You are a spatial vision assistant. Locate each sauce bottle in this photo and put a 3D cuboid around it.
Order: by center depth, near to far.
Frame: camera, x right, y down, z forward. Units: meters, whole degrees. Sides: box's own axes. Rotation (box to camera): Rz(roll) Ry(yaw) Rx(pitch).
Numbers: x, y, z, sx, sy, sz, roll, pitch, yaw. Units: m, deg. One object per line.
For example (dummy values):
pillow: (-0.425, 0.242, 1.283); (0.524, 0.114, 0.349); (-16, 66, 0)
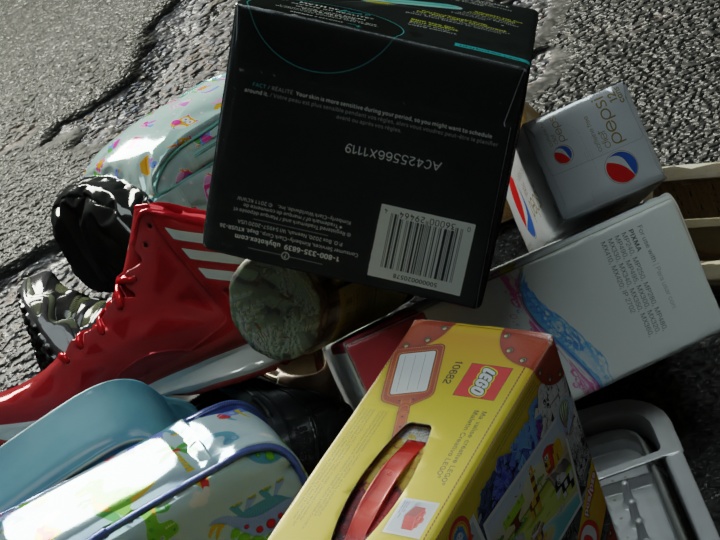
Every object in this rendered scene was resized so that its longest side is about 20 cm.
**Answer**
sauce bottle: (0.000, 0.000, 0.851); (0.064, 0.065, 0.200); (0, 10, 29)

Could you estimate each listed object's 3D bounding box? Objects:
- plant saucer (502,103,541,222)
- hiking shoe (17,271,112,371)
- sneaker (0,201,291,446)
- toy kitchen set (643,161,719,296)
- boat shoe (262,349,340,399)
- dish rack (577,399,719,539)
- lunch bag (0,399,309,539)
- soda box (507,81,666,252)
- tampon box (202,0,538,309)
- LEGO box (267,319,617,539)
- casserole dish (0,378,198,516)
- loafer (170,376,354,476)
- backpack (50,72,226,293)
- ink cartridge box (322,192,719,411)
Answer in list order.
plant saucer: (0.055, -0.100, 1.113); (0.199, 0.036, 0.201); (-3, 39, 2)
hiking shoe: (-0.176, 0.054, 1.050); (0.100, 0.076, 0.200); (-26, 42, -21)
sneaker: (-0.139, 0.024, 0.854); (0.199, 0.116, 0.078); (-19, 9, -3)
toy kitchen set: (0.229, 0.001, 0.816); (0.180, 0.200, 0.164); (-3, 79, 27)
boat shoe: (-0.056, 0.041, 0.973); (0.074, 0.075, 0.202); (-13, 33, -19)
dish rack: (0.101, 0.162, 0.754); (0.171, 0.044, 0.200); (-18, 33, 5)
lunch bag: (-0.106, 0.176, 0.747); (0.199, 0.161, 0.082); (-29, 25, -13)
soda box: (0.136, -0.058, 0.928); (0.068, 0.064, 0.200); (-23, -7, -1)
tampon box: (0.012, -0.083, 0.798); (0.149, 0.127, 0.200); (13, 19, 4)
LEGO box: (0.032, 0.145, 0.645); (0.077, 0.149, 0.200); (5, 43, 34)
casserole dish: (-0.162, 0.145, 0.785); (0.200, 0.121, 0.039); (-35, 35, -9)
loafer: (-0.083, 0.093, 0.878); (0.070, 0.068, 0.200); (-2, 3, -38)
backpack: (-0.127, -0.068, 1.133); (0.200, 0.127, 0.167); (-38, 33, -29)
ink cartridge box: (0.088, 0.039, 0.836); (0.199, 0.083, 0.146); (-24, -2, -7)
